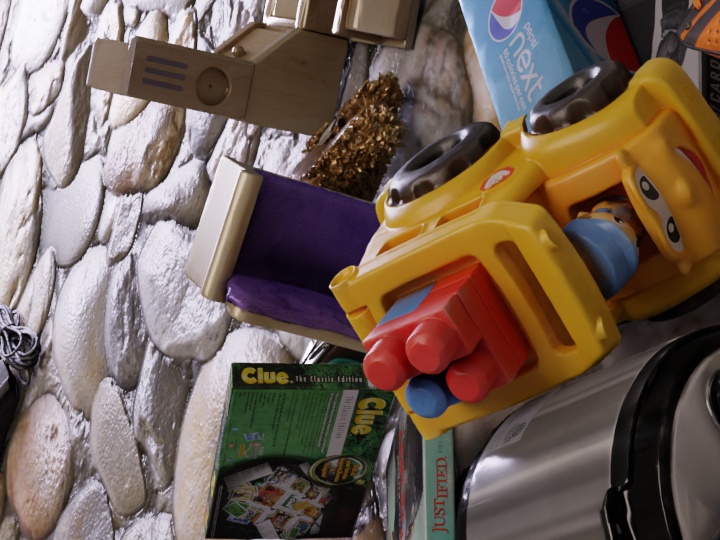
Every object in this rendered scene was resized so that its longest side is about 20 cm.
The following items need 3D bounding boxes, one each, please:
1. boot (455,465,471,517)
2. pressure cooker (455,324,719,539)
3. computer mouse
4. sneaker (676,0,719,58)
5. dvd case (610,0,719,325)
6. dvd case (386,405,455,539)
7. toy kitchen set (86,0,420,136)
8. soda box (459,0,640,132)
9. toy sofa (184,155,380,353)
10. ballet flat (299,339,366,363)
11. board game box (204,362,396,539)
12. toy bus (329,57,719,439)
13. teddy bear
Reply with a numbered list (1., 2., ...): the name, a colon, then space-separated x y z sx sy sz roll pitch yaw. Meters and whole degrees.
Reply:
1. boot: 0.119 0.192 1.068 0.131 0.069 0.202 -29 65 48
2. pressure cooker: 0.160 0.120 0.906 0.200 0.177 0.178 -31 50 51
3. computer mouse: -0.383 0.137 1.926 0.138 0.052 0.202 31 105 58
4. sneaker: 0.202 -0.178 1.055 0.113 0.077 0.201 -59 35 25
5. dvd case: 0.156 -0.069 1.139 0.150 0.025 0.202 -22 60 54
6. dvd case: 0.034 0.146 1.164 0.201 0.022 0.147 98 173 -61
7. toy kitchen set: -0.071 -0.208 1.419 0.163 0.179 0.202 18 98 58
8. soda box: 0.118 -0.117 1.135 0.068 0.064 0.201 -50 40 36
9. toy sofa: 0.000 0.000 1.201 0.098 0.198 0.084 36 108 64
10. ballet flat: 0.000 0.051 1.320 0.201 0.068 0.068 -58 24 10
11. board game box: -0.041 0.119 1.244 0.201 0.104 0.024 106 165 -54
12. toy bus: 0.084 0.001 0.981 0.199 0.136 0.192 -25 13 31
13. teddy bear: -0.011 -0.058 1.338 0.145 0.067 0.200 -49 11 17
